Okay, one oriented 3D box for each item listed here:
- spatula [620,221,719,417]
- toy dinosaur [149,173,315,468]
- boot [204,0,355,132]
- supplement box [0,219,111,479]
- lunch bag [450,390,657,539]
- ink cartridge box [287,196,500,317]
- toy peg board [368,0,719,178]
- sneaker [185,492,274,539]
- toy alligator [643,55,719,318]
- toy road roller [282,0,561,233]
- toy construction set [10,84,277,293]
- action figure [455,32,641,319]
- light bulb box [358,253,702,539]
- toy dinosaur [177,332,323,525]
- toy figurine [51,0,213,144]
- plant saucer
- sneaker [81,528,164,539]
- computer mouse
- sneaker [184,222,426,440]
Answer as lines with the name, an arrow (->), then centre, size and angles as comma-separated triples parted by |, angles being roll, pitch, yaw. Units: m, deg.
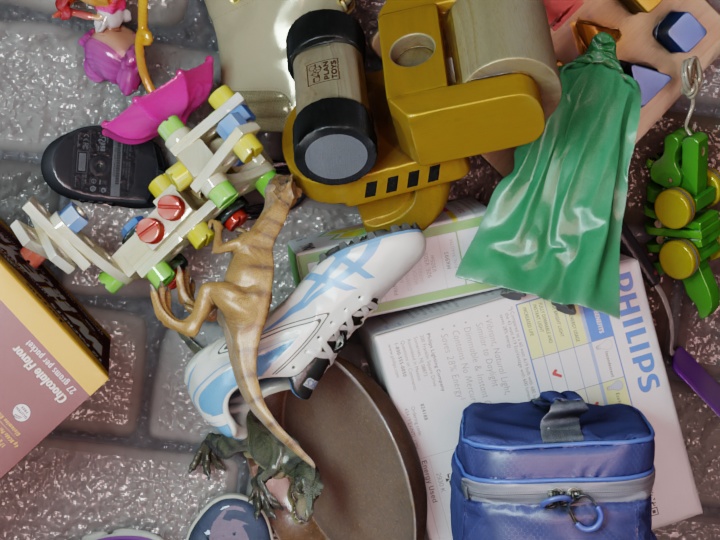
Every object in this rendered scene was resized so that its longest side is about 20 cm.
spatula -> 0.223, 0.026, 1.798 | 0.020, 0.057, 0.201 | -27, 98, 19
toy dinosaur -> -0.081, 0.027, 1.606 | 0.105, 0.060, 0.202 | -1, 77, 23
boot -> -0.017, -0.178, 1.726 | 0.198, 0.073, 0.157 | -7, 94, 13
supplement box -> -0.289, 0.079, 1.682 | 0.197, 0.200, 0.133 | -43, 98, 0
lunch bag -> 0.128, 0.146, 1.603 | 0.135, 0.200, 0.133 | -2, 94, 0
ink cartridge box -> 0.000, 0.000, 1.749 | 0.198, 0.104, 0.060 | -13, 97, -3
toy peg board -> 0.145, -0.168, 1.749 | 0.199, 0.098, 0.200 | 43, 91, -8
sneaker -> -0.109, 0.267, 1.776 | 0.074, 0.085, 0.202 | 12, 95, -3
toy alligator -> 0.233, -0.062, 1.784 | 0.054, 0.059, 0.201 | 6, 113, 37
toy road roller -> 0.044, -0.104, 1.656 | 0.199, 0.123, 0.146 | -13, 138, 8
toy construction set -> -0.139, -0.045, 1.680 | 0.199, 0.131, 0.093 | -28, 80, 12
action figure -> 0.149, -0.073, 1.689 | 0.117, 0.055, 0.201 | 16, 79, 4
light bulb box -> 0.121, 0.105, 1.761 | 0.199, 0.125, 0.200 | -16, 97, -4
toy dinosaur -> -0.084, 0.129, 1.762 | 0.047, 0.200, 0.089 | -14, 136, -36
toy figurine -> -0.171, -0.183, 1.707 | 0.150, 0.199, 0.185 | -23, 122, -38
plant saucer -> -0.014, 0.144, 1.736 | 0.034, 0.200, 0.202 | -19, 99, -35
sneaker -> -0.230, 0.247, 1.758 | 0.199, 0.083, 0.081 | -15, 92, -1
computer mouse -> -0.136, -0.068, 1.771 | 0.198, 0.034, 0.059 | 8, 79, -11
sneaker -> -0.030, 0.041, 1.658 | 0.200, 0.072, 0.073 | -38, 73, 7
